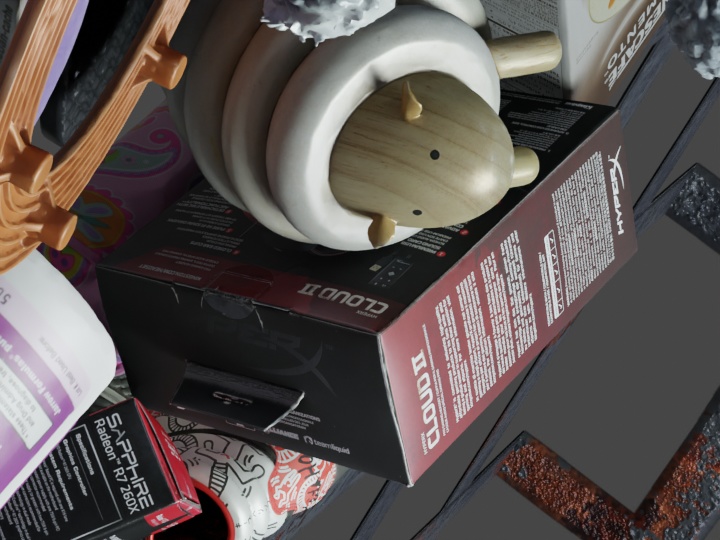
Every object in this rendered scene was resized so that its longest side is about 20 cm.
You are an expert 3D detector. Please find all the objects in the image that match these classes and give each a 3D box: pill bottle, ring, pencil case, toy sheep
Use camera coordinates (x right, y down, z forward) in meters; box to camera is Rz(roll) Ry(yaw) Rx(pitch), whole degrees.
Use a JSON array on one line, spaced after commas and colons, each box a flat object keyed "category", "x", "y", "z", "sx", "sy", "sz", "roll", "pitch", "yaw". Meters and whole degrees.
[{"category": "pill bottle", "x": -0.189, "y": 0.071, "z": 0.765, "sx": 0.200, "sy": 0.112, "sz": 0.112, "roll": -50, "pitch": 168, "yaw": -19}, {"category": "ring", "x": -0.064, "y": -0.085, "z": 0.651, "sx": 0.201, "sy": 0.019, "sz": 0.200, "roll": -63, "pitch": 177, "yaw": -6}, {"category": "pencil case", "x": -0.074, "y": -0.035, "z": 0.982, "sx": 0.200, "sy": 0.087, "sz": 0.088, "roll": -44, "pitch": 165, "yaw": -37}, {"category": "toy sheep", "x": -0.011, "y": -0.078, "z": 0.819, "sx": 0.137, "sy": 0.200, "sz": 0.139, "roll": -20, "pitch": 128, "yaw": -27}]

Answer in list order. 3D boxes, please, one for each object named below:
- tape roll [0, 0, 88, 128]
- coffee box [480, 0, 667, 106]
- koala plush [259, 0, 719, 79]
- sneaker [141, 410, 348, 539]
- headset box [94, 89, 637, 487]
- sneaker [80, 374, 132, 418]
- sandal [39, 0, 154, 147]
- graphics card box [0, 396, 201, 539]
[{"category": "tape roll", "x": -0.164, "y": -0.054, "z": 0.572, "sx": 0.200, "sy": 0.085, "sz": 0.200, "roll": -51, "pitch": 167, "yaw": -16}, {"category": "coffee box", "x": 0.082, "y": -0.156, "z": 0.891, "sx": 0.115, "sy": 0.079, "sz": 0.200, "roll": -54, "pitch": 160, "yaw": -16}, {"category": "koala plush", "x": 0.057, "y": -0.149, "z": 0.684, "sx": 0.199, "sy": 0.184, "sz": 0.178, "roll": -24, "pitch": 154, "yaw": -22}, {"category": "sneaker", "x": -0.110, "y": 0.095, "z": 1.023, "sx": 0.108, "sy": 0.200, "sz": 0.068, "roll": -38, "pitch": 120, "yaw": -50}, {"category": "headset box", "x": 0.000, "y": 0.000, "z": 0.893, "sx": 0.200, "sy": 0.148, "sz": 0.075, "roll": -42, "pitch": 132, "yaw": -40}, {"category": "sneaker", "x": -0.161, "y": 0.065, "z": 1.003, "sx": 0.200, "sy": 0.077, "sz": 0.085, "roll": -47, "pitch": -173, "yaw": -19}, {"category": "sandal", "x": -0.096, "y": -0.133, "z": 0.738, "sx": 0.075, "sy": 0.045, "sz": 0.201, "roll": -51, "pitch": 155, "yaw": -46}, {"category": "graphics card box", "x": -0.167, "y": 0.114, "z": 0.878, "sx": 0.199, "sy": 0.051, "sz": 0.125, "roll": -24, "pitch": 173, "yaw": -4}]
